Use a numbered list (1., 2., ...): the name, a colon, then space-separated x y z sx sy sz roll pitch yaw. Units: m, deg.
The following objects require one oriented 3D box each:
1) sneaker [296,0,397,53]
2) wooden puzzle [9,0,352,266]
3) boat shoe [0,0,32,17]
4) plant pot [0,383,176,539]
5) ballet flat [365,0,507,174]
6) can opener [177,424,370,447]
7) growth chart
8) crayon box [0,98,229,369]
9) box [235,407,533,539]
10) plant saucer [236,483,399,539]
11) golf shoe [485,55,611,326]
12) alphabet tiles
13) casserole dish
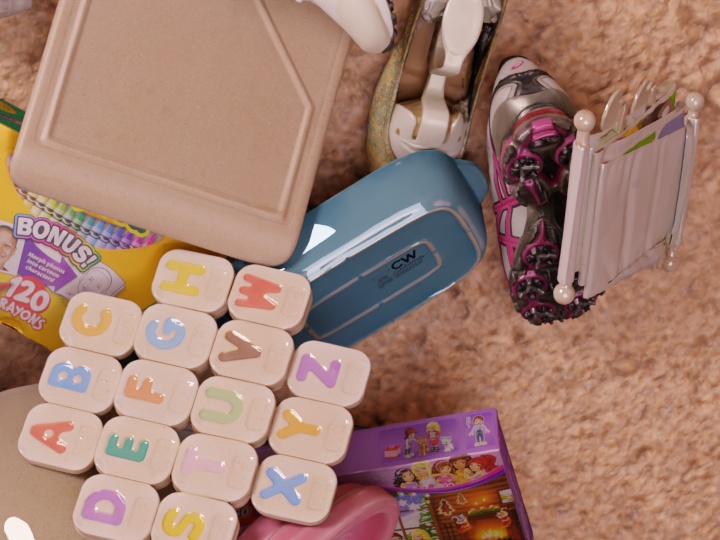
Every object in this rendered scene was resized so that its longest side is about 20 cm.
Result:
1. sneaker: -0.062 -0.201 1.657 0.093 0.070 0.200 -36 99 0
2. wooden puzzle: -0.106 -0.121 1.688 0.185 0.037 0.200 18 84 -16
3. boat shoe: -0.226 -0.247 1.626 0.066 0.072 0.200 -10 106 -26
4. plant pot: -0.185 0.189 1.693 0.200 0.134 0.200 -11 121 -20
5. ballet flat: 0.050 -0.122 1.723 0.071 0.071 0.200 11 109 -14
6. can opener: -0.081 0.116 1.808 0.200 0.053 0.066 9 144 -12
7. growth chart: 0.174 -0.053 1.725 0.018 0.200 0.145 16 107 27
8. crayon box: -0.195 -0.021 1.723 0.200 0.058 0.119 28 104 -18
9. box: 0.006 0.162 1.790 0.200 0.039 0.137 -10 136 8
10. plant saucer: -0.058 0.206 1.699 0.051 0.201 0.201 40 102 16
11. golf shoe: 0.121 -0.050 1.759 0.073 0.092 0.200 -12 136 -5
12. alphabet tiles: -0.100 0.081 1.653 0.195 0.200 0.015 12 153 9
13. casserole dish: 0.000 0.000 1.746 0.200 0.039 0.121 -32 145 3
